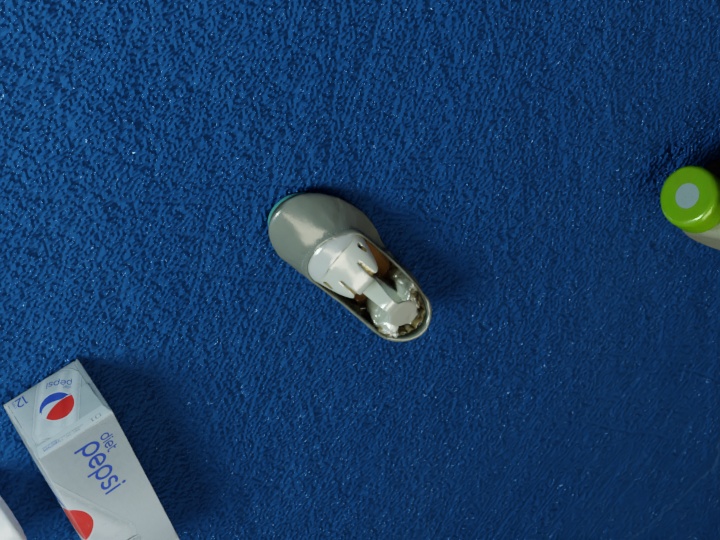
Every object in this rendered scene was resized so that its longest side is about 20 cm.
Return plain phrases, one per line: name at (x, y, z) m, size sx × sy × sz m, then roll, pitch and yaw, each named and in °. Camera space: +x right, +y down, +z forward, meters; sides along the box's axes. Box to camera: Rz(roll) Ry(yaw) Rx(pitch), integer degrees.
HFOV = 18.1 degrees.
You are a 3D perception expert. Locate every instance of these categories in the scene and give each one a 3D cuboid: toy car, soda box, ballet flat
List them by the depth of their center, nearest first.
soda box at (-0.203, 0.158, 1.730) m, size 0.068 × 0.064 × 0.201 m, roll -32°, pitch 144°, yaw -11°
ballet flat at (0.000, 0.000, 1.748) m, size 0.067 × 0.064 × 0.200 m, roll -44°, pitch 144°, yaw 5°
toy car at (0.371, -0.106, 1.955) m, size 0.164 × 0.157 × 0.202 m, roll 25°, pitch 82°, yaw -56°

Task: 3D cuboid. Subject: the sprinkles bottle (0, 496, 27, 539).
sprinkles bottle at (-0.345, 0.235, 1.677) m, size 0.199 × 0.068 × 0.068 m, roll -35°, pitch 144°, yaw -7°
